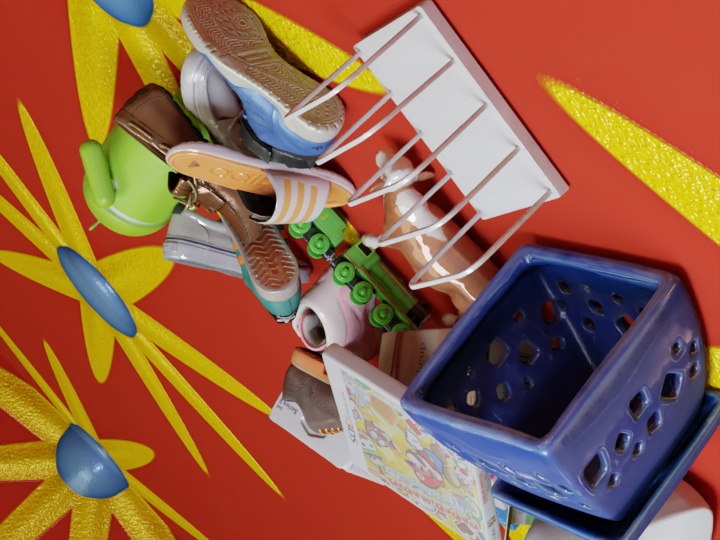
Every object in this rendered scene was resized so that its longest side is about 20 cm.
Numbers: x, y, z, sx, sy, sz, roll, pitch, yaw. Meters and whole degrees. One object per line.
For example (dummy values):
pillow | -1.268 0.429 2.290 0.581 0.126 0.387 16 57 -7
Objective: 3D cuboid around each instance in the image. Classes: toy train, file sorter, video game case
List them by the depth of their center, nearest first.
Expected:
file sorter | 0.049 -0.102 1.308 0.200 0.124 0.139 52 157 -10
video game case | 0.052 0.179 1.522 0.199 0.023 0.183 29 149 35
toy train | 0.000 0.000 1.650 0.200 0.056 0.042 47 169 1

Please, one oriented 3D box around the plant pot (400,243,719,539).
plant pot | 0.189 0.117 1.329 0.199 0.200 0.180 15 148 53

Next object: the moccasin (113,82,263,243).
moccasin | -0.180 -0.102 1.613 0.202 0.078 0.074 50 164 -26

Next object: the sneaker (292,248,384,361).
sneaker | -0.031 0.065 1.751 0.075 0.105 0.201 35 155 21

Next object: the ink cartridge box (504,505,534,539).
ink cartridge box | 0.170 0.226 1.541 0.047 0.201 0.146 3 146 6

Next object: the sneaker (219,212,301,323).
sneaker | -0.113 -0.027 1.706 0.080 0.071 0.201 86 168 -51

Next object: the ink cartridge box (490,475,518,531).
ink cartridge box | 0.125 0.187 1.714 0.116 0.067 0.201 23 147 44

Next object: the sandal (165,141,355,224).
sandal | -0.105 -0.078 1.572 0.205 0.060 0.079 12 157 -22

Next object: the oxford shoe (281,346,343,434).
oxford shoe | -0.013 0.155 1.675 0.071 0.073 0.200 19 -172 -43

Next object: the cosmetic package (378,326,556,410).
cosmetic package | 0.101 0.110 1.521 0.087 0.104 0.200 8 170 -28

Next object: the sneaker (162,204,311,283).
sneaker | -0.135 -0.029 1.770 0.199 0.071 0.073 15 172 -39

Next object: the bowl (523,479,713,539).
bowl | 0.242 0.276 1.514 0.201 0.198 0.075 81 165 -57

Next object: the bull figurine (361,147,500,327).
bull figurine | 0.067 -0.025 1.479 0.200 0.065 0.121 49 161 -2

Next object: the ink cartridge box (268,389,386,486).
ink cartridge box | 0.010 0.192 1.803 0.145 0.085 0.200 29 179 38

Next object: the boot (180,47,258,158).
boot | -0.118 -0.154 1.611 0.095 0.074 0.200 27 159 28

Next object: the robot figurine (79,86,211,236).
robot figurine | -0.242 -0.121 1.747 0.116 0.175 0.200 48 124 9

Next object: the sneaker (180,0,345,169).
sneaker | -0.109 -0.181 1.522 0.200 0.077 0.111 40 148 3
